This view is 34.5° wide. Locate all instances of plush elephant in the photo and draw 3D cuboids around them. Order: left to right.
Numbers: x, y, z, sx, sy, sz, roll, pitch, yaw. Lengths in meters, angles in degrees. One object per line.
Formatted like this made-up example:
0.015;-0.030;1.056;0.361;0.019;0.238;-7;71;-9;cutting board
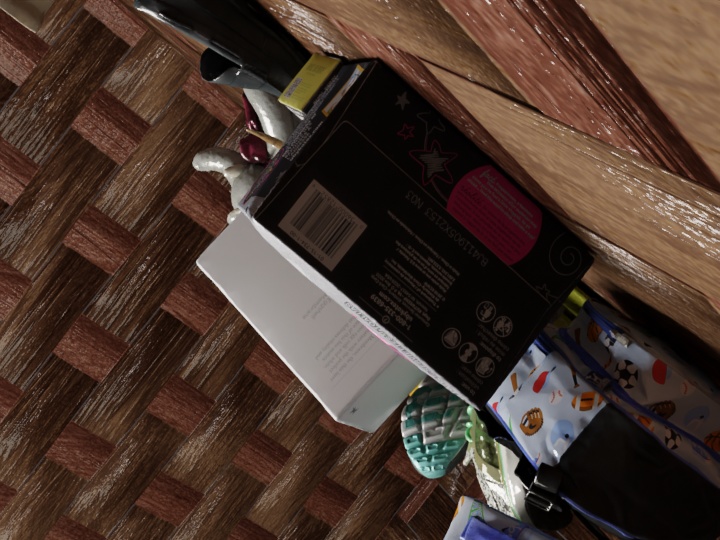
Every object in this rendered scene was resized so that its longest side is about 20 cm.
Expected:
-0.096;-0.120;1.185;0.199;0.156;0.165;40;-179;9;plush elephant

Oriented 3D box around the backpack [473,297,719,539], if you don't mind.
0.176;0.109;0.845;0.199;0.155;0.190;38;178;-33;backpack

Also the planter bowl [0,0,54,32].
-0.331;-0.332;1.034;0.199;0.135;0.200;39;180;0;planter bowl

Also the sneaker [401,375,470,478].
0.092;0.131;1.093;0.201;0.076;0.092;-68;-36;-51;sneaker

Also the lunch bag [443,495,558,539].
0.147;0.242;0.854;0.198;0.076;0.160;15;158;48;lunch bag

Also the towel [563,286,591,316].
0.194;0.031;0.972;0.199;0.018;0.086;41;176;8;towel

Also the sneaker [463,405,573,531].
0.109;0.130;0.975;0.076;0.088;0.203;13;-125;-39;sneaker

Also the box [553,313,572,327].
0.179;0.053;1.301;0.199;0.070;0.064;40;178;-17;box

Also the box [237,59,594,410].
0.032;-0.025;0.785;0.199;0.133;0.115;40;179;-13;box

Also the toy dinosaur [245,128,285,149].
0.005;-0.046;0.914;0.199;0.061;0.107;35;155;16;toy dinosaur

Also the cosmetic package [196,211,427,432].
0.000;0.000;1.041;0.200;0.200;0.123;46;-176;23;cosmetic package

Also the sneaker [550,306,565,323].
0.150;0.033;1.156;0.070;0.076;0.200;39;180;23;sneaker

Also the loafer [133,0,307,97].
-0.102;-0.179;0.941;0.200;0.071;0.068;39;180;-40;loafer

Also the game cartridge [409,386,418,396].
0.131;0.124;1.286;0.197;0.033;0.177;11;161;23;game cartridge

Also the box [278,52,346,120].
0.031;-0.081;0.884;0.199;0.050;0.075;39;180;-24;box
